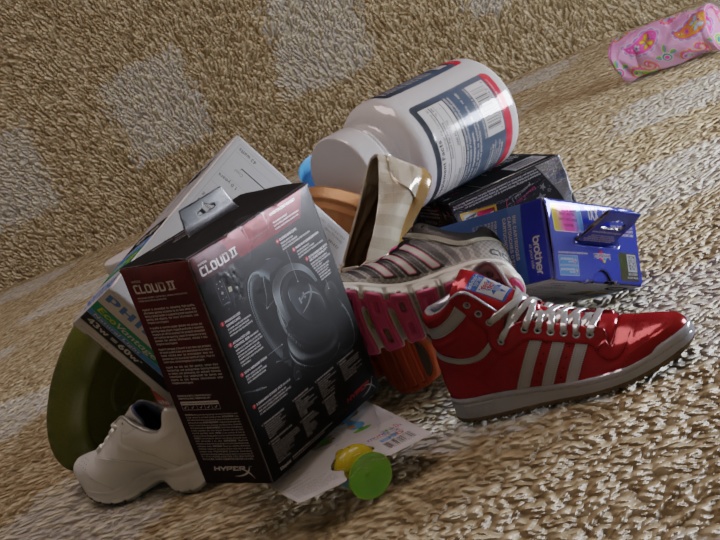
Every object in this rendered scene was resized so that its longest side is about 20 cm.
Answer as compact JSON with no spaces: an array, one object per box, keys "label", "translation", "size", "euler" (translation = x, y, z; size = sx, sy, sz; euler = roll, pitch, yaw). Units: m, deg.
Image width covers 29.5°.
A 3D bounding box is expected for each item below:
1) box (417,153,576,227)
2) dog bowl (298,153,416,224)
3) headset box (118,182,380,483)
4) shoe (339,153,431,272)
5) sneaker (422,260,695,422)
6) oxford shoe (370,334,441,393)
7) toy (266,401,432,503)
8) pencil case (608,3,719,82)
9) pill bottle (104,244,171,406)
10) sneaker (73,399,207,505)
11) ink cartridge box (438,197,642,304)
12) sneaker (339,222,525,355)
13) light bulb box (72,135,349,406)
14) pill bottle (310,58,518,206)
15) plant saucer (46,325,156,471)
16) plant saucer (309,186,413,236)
[{"label":"box","translation":[0.140,-0.048,1.434],"size":[0.132,0.115,0.200],"euler":[-24,11,-10]},{"label":"dog bowl","translation":[-0.001,-0.067,1.461],"size":[0.111,0.050,0.200],"euler":[-11,37,-6]},{"label":"headset box","translation":[-0.082,0.037,1.029],"size":[0.077,0.200,0.149],"euler":[-8,20,39]},{"label":"shoe","translation":[0.005,-0.011,1.199],"size":[0.070,0.053,0.200],"euler":[-11,55,55]},{"label":"sneaker","translation":[0.138,0.037,1.015],"size":[0.200,0.113,0.071],"euler":[-19,12,28]},{"label":"oxford shoe","translation":[0.043,0.063,1.238],"size":[0.073,0.071,0.200],"euler":[-23,9,-17]},{"label":"toy","translation":[-0.035,0.145,1.071],"size":[0.115,0.047,0.200],"euler":[-25,15,-22]},{"label":"pencil case","translation":[0.523,-0.385,2.330],"size":[0.200,0.088,0.087],"euler":[-17,13,39]},{"label":"pill bottle","translation":[-0.171,0.065,1.352],"size":[0.112,0.200,0.112],"euler":[-24,10,5]},{"label":"sneaker","translation":[-0.199,0.160,1.260],"size":[0.200,0.087,0.075],"euler":[-19,19,39]},{"label":"ink cartridge box","translation":[0.151,-0.010,1.200],"size":[0.200,0.076,0.136],"euler":[-13,-12,42]},{"label":"sneaker","translation":[0.035,0.010,1.126],"size":[0.200,0.074,0.088],"euler":[-11,38,11]},{"label":"light bulb box","translation":[-0.115,0.025,1.245],"size":[0.200,0.198,0.125],"euler":[-54,10,-30]},{"label":"pill bottle","translation":[0.051,-0.125,1.358],"size":[0.200,0.120,0.120],"euler":[-30,11,-36]},{"label":"plant saucer","translation":[-0.252,0.114,1.408],"size":[0.031,0.200,0.200],"euler":[15,27,21]},{"label":"plant saucer","translation":[0.000,0.000,1.336],"size":[0.200,0.200,0.037],"euler":[-11,40,53]}]
